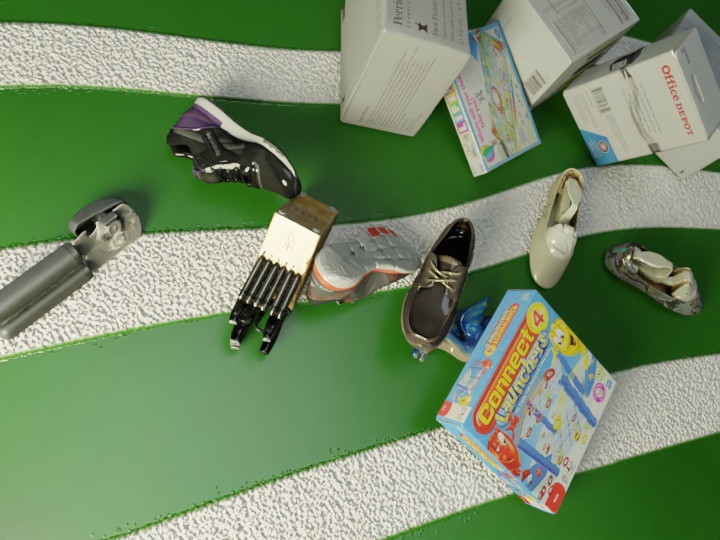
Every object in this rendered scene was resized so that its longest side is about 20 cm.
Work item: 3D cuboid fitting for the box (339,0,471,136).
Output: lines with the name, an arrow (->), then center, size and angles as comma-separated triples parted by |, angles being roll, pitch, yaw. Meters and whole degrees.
box -> 0.055, -0.341, 0.855 | 0.126, 0.200, 0.206 | 6, 69, -17

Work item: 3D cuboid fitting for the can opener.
can opener -> -0.342, -0.011, 0.689 | 0.066, 0.054, 0.200 | 30, 60, 29

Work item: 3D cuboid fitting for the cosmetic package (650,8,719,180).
cosmetic package -> 0.592, -0.319, 1.086 | 0.199, 0.123, 0.201 | 42, 65, -1

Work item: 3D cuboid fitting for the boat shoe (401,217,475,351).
boat shoe -> 0.102, 0.008, 0.780 | 0.072, 0.074, 0.203 | 16, 53, 10

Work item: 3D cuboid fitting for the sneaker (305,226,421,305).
sneaker -> 0.000, 0.000, 0.795 | 0.196, 0.082, 0.078 | -10, 57, -45

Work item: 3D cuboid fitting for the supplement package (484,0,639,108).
supplement package -> 0.319, -0.393, 0.995 | 0.198, 0.152, 0.153 | -34, 85, -26

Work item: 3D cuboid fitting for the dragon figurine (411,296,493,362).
dragon figurine -> 0.160, 0.076, 0.825 | 0.198, 0.059, 0.101 | -35, 86, -25

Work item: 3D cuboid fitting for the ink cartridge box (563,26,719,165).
ink cartridge box -> 0.447, -0.267, 0.950 | 0.083, 0.198, 0.147 | -41, 108, -25

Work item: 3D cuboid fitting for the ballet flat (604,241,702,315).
ballet flat -> 0.489, 0.013, 0.961 | 0.195, 0.072, 0.074 | 26, 65, -10

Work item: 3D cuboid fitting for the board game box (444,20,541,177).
board game box -> 0.198, -0.271, 0.942 | 0.132, 0.034, 0.205 | -27, 99, -26

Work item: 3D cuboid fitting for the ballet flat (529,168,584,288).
ballet flat -> 0.311, -0.072, 0.928 | 0.068, 0.070, 0.205 | 24, 66, -10

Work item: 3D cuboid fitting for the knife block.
knife block -> -0.101, 0.007, 0.759 | 0.062, 0.201, 0.179 | 25, 109, -2

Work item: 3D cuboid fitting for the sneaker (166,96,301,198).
sneaker -> -0.165, -0.134, 0.766 | 0.197, 0.076, 0.088 | 35, 69, 19

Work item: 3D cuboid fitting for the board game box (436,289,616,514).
board game box -> 0.220, 0.166, 0.773 | 0.195, 0.055, 0.203 | 42, 70, -20
